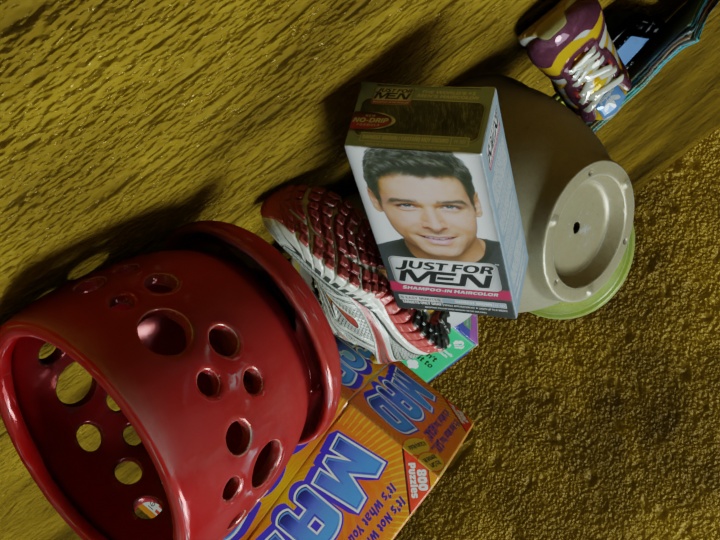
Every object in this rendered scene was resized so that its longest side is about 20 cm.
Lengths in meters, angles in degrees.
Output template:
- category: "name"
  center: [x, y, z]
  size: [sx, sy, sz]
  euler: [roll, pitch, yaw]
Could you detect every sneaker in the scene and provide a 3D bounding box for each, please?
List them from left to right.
- category: "sneaker"
  center: [-0.014, 0.013, 1.140]
  size: [0.082, 0.200, 0.078]
  euler: [-25, -145, 30]
- category: "sneaker"
  center: [0.189, -0.173, 1.191]
  size: [0.075, 0.091, 0.200]
  euler: [-38, 173, 13]

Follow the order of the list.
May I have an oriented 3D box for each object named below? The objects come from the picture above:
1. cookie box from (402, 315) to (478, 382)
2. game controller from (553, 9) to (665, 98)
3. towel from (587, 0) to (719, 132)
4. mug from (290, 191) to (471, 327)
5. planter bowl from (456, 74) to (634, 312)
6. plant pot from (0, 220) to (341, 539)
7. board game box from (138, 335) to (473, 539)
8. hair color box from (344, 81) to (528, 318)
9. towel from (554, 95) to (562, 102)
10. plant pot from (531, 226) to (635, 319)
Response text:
- category: "cookie box"
  center: [0.049, 0.067, 1.724]
  size: [0.200, 0.075, 0.172]
  euler: [-41, -153, 31]
- category: "game controller"
  center: [0.243, -0.208, 1.380]
  size: [0.104, 0.042, 0.200]
  euler: [-38, 174, 21]
- category: "towel"
  center: [0.308, -0.224, 1.502]
  size: [0.200, 0.022, 0.147]
  euler: [-46, -175, 48]
- category: "mug"
  center: [0.007, 0.003, 1.286]
  size: [0.152, 0.150, 0.187]
  euler: [-13, 151, -49]
- category: "planter bowl"
  center: [0.142, -0.051, 1.188]
  size: [0.199, 0.134, 0.203]
  euler: [-20, 120, -39]
- category: "plant pot"
  center: [-0.122, 0.080, 0.974]
  size: [0.182, 0.201, 0.200]
  euler: [-32, 172, -36]
- category: "board game box"
  center: [-0.044, 0.175, 1.307]
  size: [0.201, 0.199, 0.200]
  euler: [-53, 174, 14]
- category: "hair color box"
  center: [0.060, -0.047, 1.036]
  size: [0.201, 0.098, 0.061]
  euler: [70, 30, -52]
- category: "towel"
  center: [0.214, -0.166, 1.605]
  size: [0.086, 0.018, 0.200]
  euler: [-42, 170, 3]
- category: "plant pot"
  center: [0.224, -0.046, 1.785]
  size: [0.200, 0.202, 0.184]
  euler: [-38, 160, 17]
